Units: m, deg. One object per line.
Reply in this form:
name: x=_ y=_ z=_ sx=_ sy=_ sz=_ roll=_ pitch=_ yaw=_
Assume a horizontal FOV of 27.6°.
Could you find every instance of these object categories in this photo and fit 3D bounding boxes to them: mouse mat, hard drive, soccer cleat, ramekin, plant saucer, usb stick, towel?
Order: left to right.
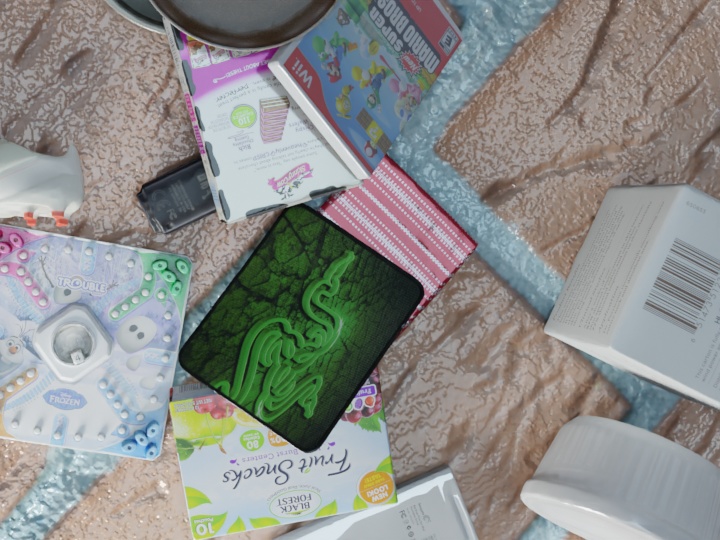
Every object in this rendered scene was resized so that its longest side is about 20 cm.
soccer cleat: x=-0.355 y=-0.084 z=1.352 sx=0.199 sy=0.069 sz=0.078 roll=2 pitch=77 yaw=-9
usb stick: x=-0.115 y=-0.097 z=1.401 sx=0.199 sy=0.033 sz=0.056 roll=-26 pitch=100 yaw=-7
plant saucer: x=-0.105 y=-0.290 z=1.282 sx=0.199 sy=0.032 sz=0.201 roll=0 pitch=89 yaw=-13
mouse mat: x=-0.054 y=0.050 z=1.378 sx=0.161 sy=0.008 sz=0.200 roll=33 pitch=76 yaw=7
towel: x=0.000 y=0.000 z=1.431 sx=0.145 sy=0.022 sz=0.200 roll=43 pitch=86 yaw=-9
hard drive: x=0.020 y=0.291 z=1.450 sx=0.199 sy=0.026 sz=0.132 roll=-22 pitch=97 yaw=-7
ramekin: x=0.261 y=0.214 z=1.405 sx=0.202 sy=0.202 sz=0.095 roll=27 pitch=76 yaw=-10

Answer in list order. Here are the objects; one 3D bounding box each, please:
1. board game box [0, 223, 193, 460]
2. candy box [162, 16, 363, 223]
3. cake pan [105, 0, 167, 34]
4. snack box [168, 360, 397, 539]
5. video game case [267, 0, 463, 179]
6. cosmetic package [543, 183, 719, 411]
board game box: x=-0.272 y=0.070 z=1.390 sx=0.199 sy=0.026 sz=0.201 roll=10 pitch=92 yaw=-9
candy box: x=-0.090 y=-0.157 z=1.352 sx=0.136 sy=0.061 sz=0.201 roll=-16 pitch=97 yaw=-11
cake pan: x=-0.167 y=-0.319 z=1.376 sx=0.199 sy=0.037 sz=0.201 roll=-1 pitch=94 yaw=-9
snack box: x=-0.073 y=0.168 z=1.402 sx=0.199 sy=0.053 sz=0.143 roll=-10 pitch=104 yaw=-5
video game case: x=0.010 y=-0.204 z=1.357 sx=0.143 sy=0.017 sz=0.200 roll=50 pitch=56 yaw=-27
cosmetic package: x=0.304 y=0.025 z=1.391 sx=0.166 sy=0.200 sz=0.168 roll=25 pitch=89 yaw=-10
